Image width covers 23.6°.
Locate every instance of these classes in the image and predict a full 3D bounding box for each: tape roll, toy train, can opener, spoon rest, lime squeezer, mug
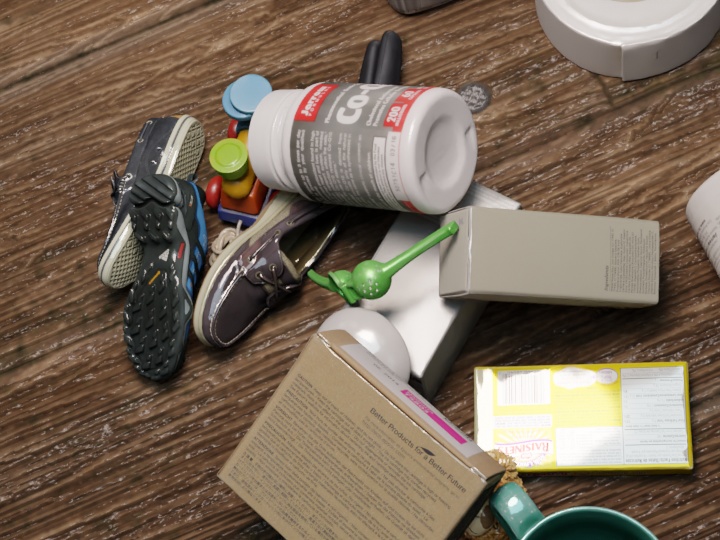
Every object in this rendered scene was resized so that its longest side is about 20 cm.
[{"bbox_3d":[0.273,-0.297,1.740,0.200,0.071,0.204,-3,67,7],"label":"tape roll"},{"bbox_3d":[-0.120,-0.084,1.687,0.084,0.116,0.201,13,70,14],"label":"toy train"},{"bbox_3d":[0.014,-0.148,1.733,0.063,0.078,0.202,-25,54,41],"label":"can opener"},{"bbox_3d":[-0.033,0.117,1.588,0.200,0.061,0.099,-45,80,20],"label":"spoon rest"},{"bbox_3d":[0.000,0.000,1.574,0.199,0.038,0.071,-19,41,46],"label":"lime squeezer"},{"bbox_3d":[0.194,0.273,1.480,0.151,0.115,0.187,-6,71,3],"label":"mug"}]

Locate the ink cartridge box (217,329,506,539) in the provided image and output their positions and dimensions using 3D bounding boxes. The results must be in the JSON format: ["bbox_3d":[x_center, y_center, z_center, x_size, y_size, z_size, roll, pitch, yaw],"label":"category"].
[{"bbox_3d":[0.001,0.176,1.500,0.200,0.075,0.165,40,104,16],"label":"ink cartridge box"}]

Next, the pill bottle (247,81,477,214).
[{"bbox_3d":[-0.001,-0.117,1.602,0.199,0.114,0.115,7,67,36],"label":"pill bottle"}]

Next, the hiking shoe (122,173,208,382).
[{"bbox_3d":[-0.177,0.007,1.674,0.074,0.086,0.202,7,96,30],"label":"hiking shoe"}]

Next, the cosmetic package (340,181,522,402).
[{"bbox_3d":[0.066,0.012,1.635,0.106,0.090,0.201,28,77,19],"label":"cosmetic package"}]

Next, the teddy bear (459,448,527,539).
[{"bbox_3d":[0.050,0.217,1.552,0.198,0.067,0.146,12,81,14],"label":"teddy bear"}]

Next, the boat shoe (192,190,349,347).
[{"bbox_3d":[-0.085,-0.006,1.668,0.065,0.072,0.200,21,65,40],"label":"boat shoe"}]

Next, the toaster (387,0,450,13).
[{"bbox_3d":[0.075,-0.345,1.759,0.199,0.129,0.114,-26,65,-3],"label":"toaster"}]

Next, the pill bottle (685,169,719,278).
[{"bbox_3d":[0.389,0.001,1.570,0.114,0.115,0.201,-24,66,-2],"label":"pill bottle"}]

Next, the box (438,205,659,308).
[{"bbox_3d":[0.173,-0.010,1.578,0.198,0.068,0.083,5,84,-21],"label":"box"}]

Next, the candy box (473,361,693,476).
[{"bbox_3d":[0.204,0.138,1.590,0.198,0.026,0.103,-2,71,9],"label":"candy box"}]

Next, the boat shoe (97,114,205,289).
[{"bbox_3d":[-0.220,-0.071,1.724,0.062,0.075,0.201,13,65,20],"label":"boat shoe"}]
